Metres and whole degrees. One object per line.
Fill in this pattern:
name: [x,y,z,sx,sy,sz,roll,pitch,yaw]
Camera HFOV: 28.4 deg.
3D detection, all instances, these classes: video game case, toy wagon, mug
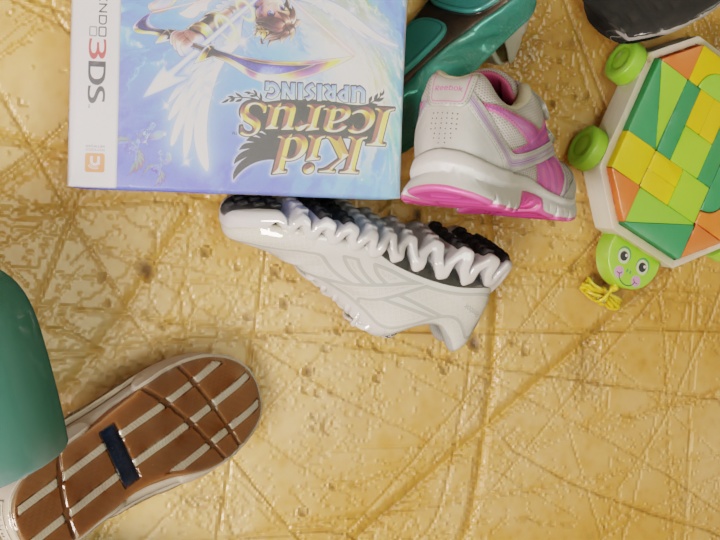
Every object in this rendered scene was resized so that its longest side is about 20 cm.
video game case: [-0.071,-0.136,0.840,0.198,0.045,0.184,1,94,-9]
toy wagon: [0.221,-0.064,1.028,0.154,0.039,0.202,29,81,-25]
mug: [-0.254,0.060,0.735,0.183,0.152,0.116,-16,99,-25]

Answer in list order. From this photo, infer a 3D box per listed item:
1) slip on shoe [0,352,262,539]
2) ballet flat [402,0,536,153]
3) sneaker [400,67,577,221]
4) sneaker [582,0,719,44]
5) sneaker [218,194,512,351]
slip on shoe: [-0.143,0.107,0.845,0.199,0.060,0.077,-34,108,-42]
ballet flat: [0.065,-0.150,0.937,0.200,0.067,0.071,-45,135,-16]
sneaker: [0.091,-0.079,0.897,0.200,0.080,0.089,3,92,-69]
sneaker: [0.251,-0.219,1.012,0.199,0.086,0.081,-30,77,0]
sneaker: [0.000,0.000,0.907,0.198,0.075,0.082,15,106,-22]
